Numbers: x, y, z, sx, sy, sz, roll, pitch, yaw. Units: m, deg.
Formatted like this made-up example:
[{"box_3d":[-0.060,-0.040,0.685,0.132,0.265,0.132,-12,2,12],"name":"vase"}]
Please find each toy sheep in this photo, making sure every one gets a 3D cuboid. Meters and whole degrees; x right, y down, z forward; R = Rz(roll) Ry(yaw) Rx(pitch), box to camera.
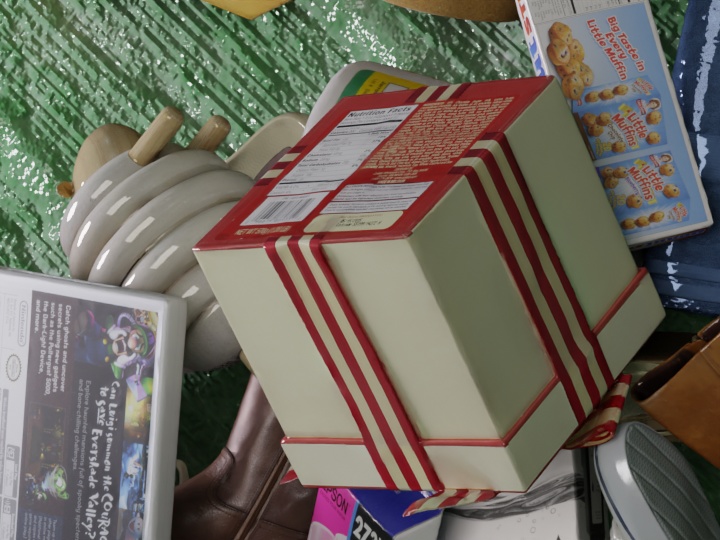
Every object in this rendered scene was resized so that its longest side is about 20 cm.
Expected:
[{"box_3d":[-0.104,-0.009,1.646,0.138,0.138,0.200,-44,64,13],"name":"toy sheep"}]

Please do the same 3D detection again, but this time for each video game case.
[{"box_3d":[-0.183,0.103,1.624,0.181,0.023,0.201,9,98,34],"name":"video game case"}]

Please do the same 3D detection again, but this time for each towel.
[{"box_3d":[0.228,-0.070,1.605,0.111,0.049,0.201,10,92,-1],"name":"towel"}]

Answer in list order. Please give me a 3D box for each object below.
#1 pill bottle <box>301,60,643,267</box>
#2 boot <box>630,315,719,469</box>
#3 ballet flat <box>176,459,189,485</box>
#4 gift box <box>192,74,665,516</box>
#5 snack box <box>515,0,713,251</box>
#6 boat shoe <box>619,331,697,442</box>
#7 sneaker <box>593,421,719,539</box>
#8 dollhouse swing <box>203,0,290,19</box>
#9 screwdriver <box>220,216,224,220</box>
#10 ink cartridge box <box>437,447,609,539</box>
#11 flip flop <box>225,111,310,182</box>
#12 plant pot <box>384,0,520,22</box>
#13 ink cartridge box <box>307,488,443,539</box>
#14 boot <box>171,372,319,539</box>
[{"box_3d":[0.071,-0.048,1.646,0.199,0.113,0.113,17,91,22],"name":"pill bottle"},{"box_3d":[0.279,0.075,1.530,0.188,0.069,0.200,-36,106,26],"name":"boot"},{"box_3d":[-0.143,0.114,1.741,0.069,0.069,0.201,-19,89,19],"name":"ballet flat"},{"box_3d":[0.030,0.026,1.508,0.184,0.200,0.187,1,126,46],"name":"gift box"},{"box_3d":[0.137,-0.110,1.574,0.071,0.024,0.201,-13,79,-13],"name":"snack box"},{"box_3d":[0.217,0.075,1.593,0.199,0.074,0.067,4,107,7],"name":"boat shoe"},{"box_3d":[0.166,0.165,1.556,0.070,0.200,0.073,-16,37,25],"name":"sneaker"},{"box_3d":[-0.118,-0.270,1.780,0.175,0.182,0.201,19,93,-20],"name":"dollhouse swing"},{"box_3d":[0.000,0.000,1.614,0.029,0.199,0.028,0,72,47],"name":"screwdriver"},{"box_3d":[0.083,0.123,1.648,0.115,0.068,0.201,-6,82,21],"name":"ink cartridge box"},{"box_3d":[-0.092,-0.018,1.735,0.200,0.057,0.081,-48,70,18],"name":"flip flop"},{"box_3d":[0.068,-0.255,1.649,0.185,0.186,0.201,16,106,22],"name":"plant pot"},{"box_3d":[0.002,0.181,1.639,0.095,0.037,0.201,43,124,53],"name":"ink cartridge box"},{"box_3d":[-0.083,0.096,1.683,0.186,0.064,0.201,26,91,-15],"name":"boot"}]
